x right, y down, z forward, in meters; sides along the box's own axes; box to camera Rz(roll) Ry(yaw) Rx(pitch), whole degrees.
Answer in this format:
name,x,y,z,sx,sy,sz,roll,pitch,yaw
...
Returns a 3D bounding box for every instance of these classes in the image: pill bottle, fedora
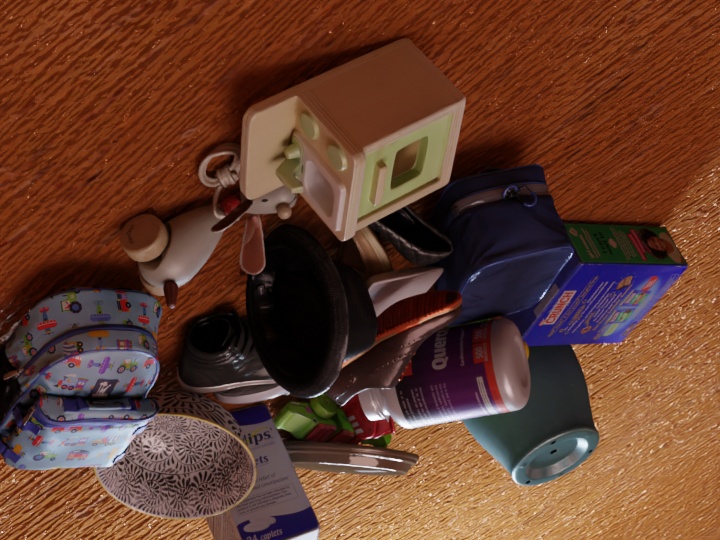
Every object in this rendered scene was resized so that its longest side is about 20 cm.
name,x,y,z,sx,sy,sz,roll,pitch,yaw
pill bottle,0.100,0.128,1.732,0.199,0.113,0.113,-12,151,18
fedora,-0.044,0.042,1.577,0.091,0.201,0.201,-4,141,-36

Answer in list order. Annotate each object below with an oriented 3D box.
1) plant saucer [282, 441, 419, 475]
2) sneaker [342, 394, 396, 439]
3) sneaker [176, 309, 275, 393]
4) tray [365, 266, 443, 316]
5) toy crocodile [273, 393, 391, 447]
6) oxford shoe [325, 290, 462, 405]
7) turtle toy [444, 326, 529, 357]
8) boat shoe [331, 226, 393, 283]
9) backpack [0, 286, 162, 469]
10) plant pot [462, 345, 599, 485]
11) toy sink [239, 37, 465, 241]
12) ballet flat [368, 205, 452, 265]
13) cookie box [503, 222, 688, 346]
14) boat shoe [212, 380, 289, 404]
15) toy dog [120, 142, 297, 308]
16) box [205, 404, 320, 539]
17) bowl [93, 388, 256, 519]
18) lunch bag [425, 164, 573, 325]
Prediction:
name,x,y,z,sx,sy,sz,roll,pitch,yaw
plant saucer,-0.019,0.259,1.952,0.198,0.030,0.200,4,167,1
sneaker,0.032,0.144,1.847,0.078,0.116,0.201,-9,143,-25
sneaker,-0.122,0.086,1.699,0.198,0.071,0.099,-13,150,-12
tray,0.011,0.052,1.678,0.107,0.022,0.200,-11,153,-34
toy crocodile,-0.038,0.213,1.944,0.067,0.062,0.199,-43,143,23
oxford shoe,0.039,0.087,1.631,0.199,0.071,0.073,-28,107,19
turtle toy,0.122,0.116,1.880,0.145,0.102,0.201,9,134,-22
boat shoe,0.000,0.000,1.667,0.064,0.072,0.200,-24,148,-5
backpack,-0.298,0.110,1.542,0.182,0.135,0.200,8,138,-40
plant pot,0.232,0.187,1.981,0.199,0.189,0.201,-18,147,-12
toy sink,-0.007,-0.120,1.421,0.199,0.112,0.131,-27,149,-25
ballet flat,0.028,-0.072,1.565,0.057,0.067,0.200,-13,143,40
cookie box,0.309,0.020,1.906,0.199,0.076,0.172,0,139,-36
boat shoe,-0.090,0.128,1.778,0.199,0.074,0.067,-19,145,-13
toy dog,-0.156,-0.028,1.495,0.200,0.097,0.132,-38,146,17
box,-0.140,0.313,1.882,0.104,0.201,0.185,-16,146,-18
bowl,-0.223,0.209,1.753,0.199,0.095,0.202,1,133,1
lunch bag,0.152,-0.040,1.659,0.135,0.133,0.200,-11,156,-19
